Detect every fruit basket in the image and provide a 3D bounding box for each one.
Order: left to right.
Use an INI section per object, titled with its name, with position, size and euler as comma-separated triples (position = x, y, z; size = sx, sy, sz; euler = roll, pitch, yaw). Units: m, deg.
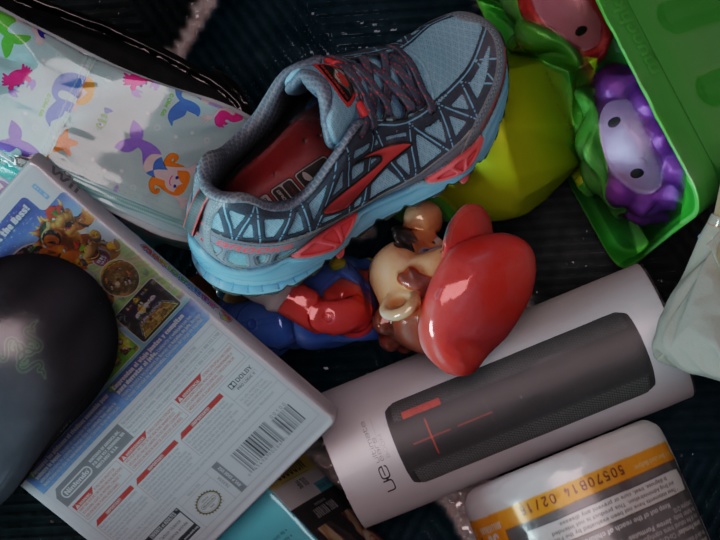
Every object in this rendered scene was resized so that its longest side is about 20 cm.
[fruit basket]
position = 0.105, -0.096, 0.908
size = 0.215, 0.156, 0.216
euler = 3, 75, -10

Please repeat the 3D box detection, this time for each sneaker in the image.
[sneaker]
position = -0.001, -0.069, 0.816
size = 0.200, 0.096, 0.079
euler = -41, 65, -17

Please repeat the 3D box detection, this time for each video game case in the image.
[video game case]
position = -0.132, 0.057, 0.842
size = 0.200, 0.018, 0.143
euler = 41, 107, -11

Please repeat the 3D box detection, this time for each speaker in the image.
[speaker]
position = 0.076, 0.070, 0.913
size = 0.200, 0.081, 0.081
euler = -22, 81, 3

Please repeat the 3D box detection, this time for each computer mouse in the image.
[computer mouse]
position = -0.194, 0.081, 0.816
size = 0.138, 0.053, 0.200
euler = 35, 108, -8

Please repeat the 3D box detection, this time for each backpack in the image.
[backpack]
position = -0.150, -0.066, 0.904
size = 0.200, 0.178, 0.151
euler = 17, 88, 1

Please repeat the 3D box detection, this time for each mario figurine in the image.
[mario figurine]
position = 0.000, 0.000, 0.894
size = 0.200, 0.123, 0.106
euler = -9, 119, 28

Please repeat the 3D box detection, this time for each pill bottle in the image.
[pill bottle]
position = 0.142, 0.189, 0.872
size = 0.116, 0.116, 0.200
euler = -22, 81, 2

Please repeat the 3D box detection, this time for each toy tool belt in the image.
[toy tool belt]
position = 0.249, 0.010, 0.848
size = 0.200, 0.125, 0.123
euler = 14, 91, -30

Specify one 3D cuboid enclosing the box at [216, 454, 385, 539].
[box]
position = -0.053, 0.129, 0.912
size = 0.200, 0.082, 0.049
euler = 46, 104, 9
